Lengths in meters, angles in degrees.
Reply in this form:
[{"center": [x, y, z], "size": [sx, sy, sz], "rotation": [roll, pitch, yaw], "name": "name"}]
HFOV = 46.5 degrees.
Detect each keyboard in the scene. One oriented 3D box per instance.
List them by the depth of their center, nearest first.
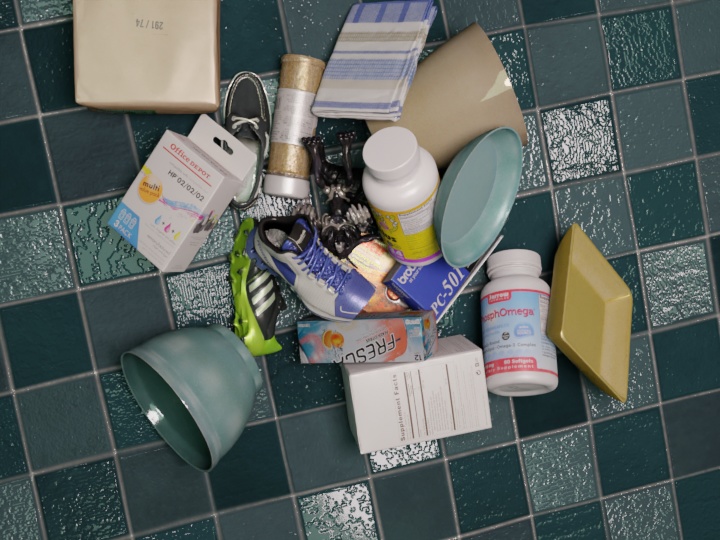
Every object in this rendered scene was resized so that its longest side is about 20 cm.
[{"center": [0.149, 0.025, 1.278], "size": [0.011, 0.056, 0.201], "rotation": [38, 88, -12], "name": "keyboard"}]

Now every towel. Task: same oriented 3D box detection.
[{"center": [0.020, -0.299, 1.189], "size": [0.145, 0.024, 0.203], "rotation": [7, 67, 28], "name": "towel"}]

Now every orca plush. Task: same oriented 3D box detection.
[{"center": [0.017, -0.128, 1.242], "size": [0.199, 0.071, 0.106], "rotation": [37, 88, -9], "name": "orca plush"}]

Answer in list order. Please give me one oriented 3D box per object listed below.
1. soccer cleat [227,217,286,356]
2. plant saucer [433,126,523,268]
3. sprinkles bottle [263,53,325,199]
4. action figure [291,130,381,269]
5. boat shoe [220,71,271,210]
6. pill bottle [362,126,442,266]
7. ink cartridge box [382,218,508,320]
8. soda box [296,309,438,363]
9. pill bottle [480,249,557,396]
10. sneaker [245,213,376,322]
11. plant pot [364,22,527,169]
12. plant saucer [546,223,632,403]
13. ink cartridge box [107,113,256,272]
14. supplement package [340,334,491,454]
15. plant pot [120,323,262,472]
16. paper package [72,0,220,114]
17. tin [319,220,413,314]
[{"center": [-0.151, 0.025, 1.238], "size": [0.080, 0.067, 0.204], "rotation": [2, 85, -38], "name": "soccer cleat"}, {"center": [0.155, -0.103, 1.140], "size": [0.036, 0.199, 0.202], "rotation": [27, 89, 30], "name": "plant saucer"}, {"center": [-0.096, -0.208, 1.222], "size": [0.067, 0.068, 0.204], "rotation": [8, 93, -8], "name": "sprinkles bottle"}, {"center": [-0.038, -0.090, 1.182], "size": [0.117, 0.102, 0.204], "rotation": [-5, 103, 12], "name": "action figure"}, {"center": [-0.165, -0.189, 1.217], "size": [0.074, 0.060, 0.204], "rotation": [-2, 94, -7], "name": "boat shoe"}, {"center": [0.062, -0.100, 1.139], "size": [0.102, 0.201, 0.106], "rotation": [-9, 54, 12], "name": "pill bottle"}, {"center": [0.128, -0.031, 1.254], "size": [0.094, 0.044, 0.201], "rotation": [40, 74, -10], "name": "ink cartridge box"}, {"center": [0.010, 0.096, 1.214], "size": [0.197, 0.068, 0.065], "rotation": [-4, 95, 23], "name": "soda box"}, {"center": [0.233, 0.078, 1.245], "size": [0.107, 0.109, 0.204], "rotation": [2, 70, -8], "name": "pill bottle"}, {"center": [-0.072, -0.010, 1.148], "size": [0.198, 0.115, 0.081], "rotation": [33, 70, 2], "name": "sneaker"}, {"center": [0.112, -0.222, 1.207], "size": [0.198, 0.187, 0.190], "rotation": [-26, 97, 5], "name": "plant pot"}, {"center": [0.338, 0.067, 1.251], "size": [0.200, 0.048, 0.202], "rotation": [41, 49, -33], "name": "plant saucer"}, {"center": [-0.249, -0.113, 1.175], "size": [0.115, 0.068, 0.201], "rotation": [37, 99, 13], "name": "ink cartridge box"}, {"center": [0.078, 0.180, 1.245], "size": [0.196, 0.121, 0.122], "rotation": [-10, 98, -7], "name": "supplement package"}, {"center": [-0.223, 0.160, 1.181], "size": [0.134, 0.200, 0.202], "rotation": [-37, 99, -30], "name": "plant pot"}, {"center": [-0.292, -0.317, 1.171], "size": [0.196, 0.103, 0.194], "rotation": [0, 94, -9], "name": "paper package"}, {"center": [0.000, 0.000, 1.266], "size": [0.198, 0.042, 0.113], "rotation": [31, 93, -8], "name": "tin"}]
